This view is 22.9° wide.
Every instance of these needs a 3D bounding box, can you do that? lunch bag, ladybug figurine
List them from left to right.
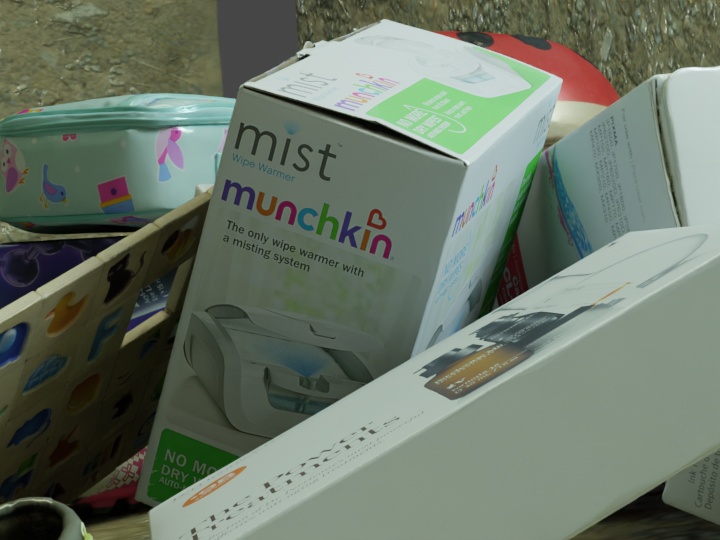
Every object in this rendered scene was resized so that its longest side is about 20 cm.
[{"bbox_3d":[-0.103,-0.064,1.065,0.160,0.077,0.200,-4,1,35],"label":"lunch bag"},{"bbox_3d":[0.053,-0.080,0.907,0.200,0.072,0.136,0,-5,-31],"label":"ladybug figurine"}]

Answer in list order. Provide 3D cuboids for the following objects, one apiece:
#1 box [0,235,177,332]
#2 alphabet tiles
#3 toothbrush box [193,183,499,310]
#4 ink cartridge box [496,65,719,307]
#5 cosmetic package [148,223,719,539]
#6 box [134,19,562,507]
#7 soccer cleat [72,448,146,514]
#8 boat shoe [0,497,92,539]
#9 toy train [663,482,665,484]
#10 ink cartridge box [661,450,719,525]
[{"bbox_3d":[-0.150,0.052,1.076,0.200,0.148,0.104,-5,1,-10],"label":"box"},{"bbox_3d":[-0.122,0.055,0.704,0.008,0.167,0.200,37,40,16],"label":"alphabet tiles"},{"bbox_3d":[0.001,0.033,0.950,0.200,0.147,0.085,-2,28,-35],"label":"toothbrush box"},{"bbox_3d":[0.160,-0.028,0.812,0.147,0.086,0.200,-7,-8,-17],"label":"ink cartridge box"},{"bbox_3d":[0.032,0.054,0.546,0.200,0.052,0.151,-30,2,-7],"label":"cosmetic package"},{"bbox_3d":[0.000,0.000,0.741,0.097,0.177,0.200,20,18,11],"label":"box"},{"bbox_3d":[-0.153,0.083,0.899,0.070,0.087,0.200,-4,0,21],"label":"soccer cleat"},{"bbox_3d":[-0.121,0.097,0.419,0.072,0.060,0.202,-4,0,19],"label":"boat shoe"},{"bbox_3d":[0.140,0.069,0.858,0.200,0.087,0.114,-5,-8,-28],"label":"toy train"},{"bbox_3d":[0.187,0.061,0.719,0.200,0.045,0.176,-4,17,-44],"label":"ink cartridge box"}]
